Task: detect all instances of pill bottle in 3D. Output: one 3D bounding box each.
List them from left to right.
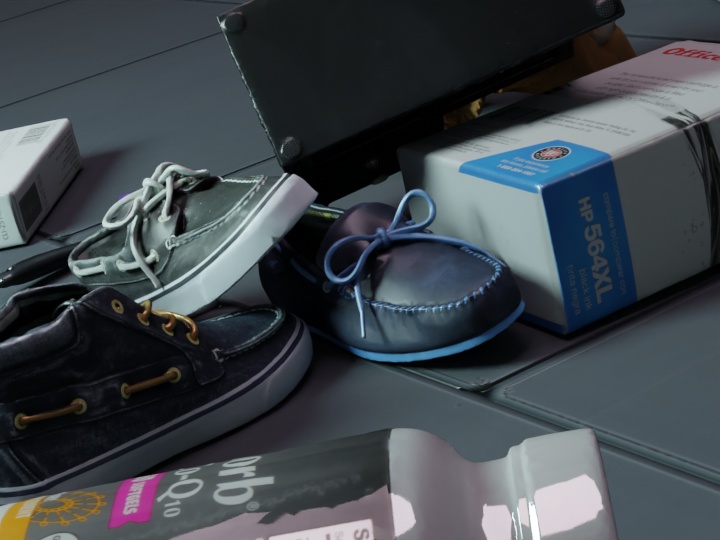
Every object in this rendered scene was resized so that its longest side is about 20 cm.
[{"bbox_3d":[-0.016,0.113,0.576,0.198,0.117,0.116,-11,18,5],"label":"pill bottle"}]

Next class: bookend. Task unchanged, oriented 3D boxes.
[{"bbox_3d":[0.035,-0.115,1.068,0.198,0.093,0.200,-24,-11,-2],"label":"bookend"}]

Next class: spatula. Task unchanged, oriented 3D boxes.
[{"bbox_3d":[-0.171,-0.029,1.251,0.056,0.021,0.200,-14,16,42],"label":"spatula"}]

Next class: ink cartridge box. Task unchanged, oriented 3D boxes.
[{"bbox_3d":[-0.313,-0.054,1.391,0.172,0.044,0.200,-11,19,8],"label":"ink cartridge box"},{"bbox_3d":[0.143,-0.052,0.999,0.199,0.085,0.146,-21,19,-23],"label":"ink cartridge box"}]

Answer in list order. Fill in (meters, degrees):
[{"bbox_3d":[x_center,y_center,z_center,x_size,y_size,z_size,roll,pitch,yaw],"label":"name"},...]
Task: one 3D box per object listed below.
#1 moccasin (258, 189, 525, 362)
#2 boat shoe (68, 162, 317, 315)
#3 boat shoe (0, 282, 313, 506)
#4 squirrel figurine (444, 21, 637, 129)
[{"bbox_3d":[0.000,0.000,0.965,0.080,0.069,0.199,-34,24,-32],"label":"moccasin"},{"bbox_3d":[-0.097,-0.021,0.994,0.074,0.068,0.199,-48,13,-29],"label":"boat shoe"},{"bbox_3d":[-0.104,0.039,0.895,0.071,0.092,0.200,5,26,44],"label":"boat shoe"},{"bbox_3d":[0.074,-0.161,1.301,0.186,0.143,0.200,-8,15,35],"label":"squirrel figurine"}]
